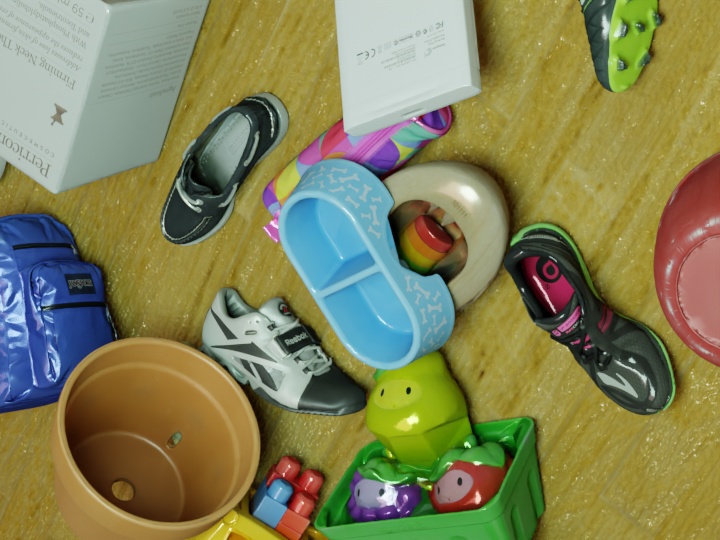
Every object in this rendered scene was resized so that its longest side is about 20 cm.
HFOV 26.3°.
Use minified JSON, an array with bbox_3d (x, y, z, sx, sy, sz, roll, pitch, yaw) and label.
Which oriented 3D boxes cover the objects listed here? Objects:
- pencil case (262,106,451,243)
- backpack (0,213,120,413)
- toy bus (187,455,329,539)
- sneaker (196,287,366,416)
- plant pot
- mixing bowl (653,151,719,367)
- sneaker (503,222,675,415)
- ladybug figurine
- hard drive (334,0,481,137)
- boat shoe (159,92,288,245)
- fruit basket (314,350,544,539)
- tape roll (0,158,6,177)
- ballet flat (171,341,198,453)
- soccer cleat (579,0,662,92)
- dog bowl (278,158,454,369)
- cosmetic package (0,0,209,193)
[{"bbox_3d":[-0.006,-0.102,1.415,0.200,0.088,0.089,-43,81,31],"label":"pencil case"},{"bbox_3d":[-0.351,0.039,1.620,0.167,0.162,0.202,-16,83,24],"label":"backpack"},{"bbox_3d":[-0.083,0.294,1.550,0.199,0.136,0.193,35,97,-10],"label":"toy bus"},{"bbox_3d":[-0.077,0.077,1.513,0.199,0.074,0.089,23,112,27],"label":"sneaker"},{"bbox_3d":[-0.213,0.186,1.488,0.200,0.200,0.140,48,138,10],"label":"plant pot"},{"bbox_3d":[0.315,0.004,1.240,0.199,0.108,0.202,9,108,29],"label":"mixing bowl"},{"bbox_3d":[0.191,0.051,1.340,0.200,0.084,0.077,49,123,10],"label":"sneaker"},{"bbox_3d":[0.062,-0.029,1.390,0.136,0.072,0.200,47,132,-3],"label":"ladybug figurine"},{"bbox_3d":[0.036,-0.229,1.333,0.131,0.027,0.202,-17,68,33],"label":"hard drive"},{"bbox_3d":[-0.149,-0.096,1.514,0.076,0.060,0.200,44,121,13],"label":"boat shoe"},{"bbox_3d":[0.057,0.173,1.430,0.214,0.156,0.217,13,126,18],"label":"fruit basket"},{"bbox_3d":[-0.460,-0.169,1.667,0.202,0.037,0.204,20,124,33],"label":"tape roll"},{"bbox_3d":[-0.163,0.171,1.593,0.070,0.071,0.202,10,114,28],"label":"ballet flat"},{"bbox_3d":[0.201,-0.249,1.268,0.081,0.067,0.202,11,110,46],"label":"soccer cleat"},{"bbox_3d":[0.000,0.000,1.365,0.111,0.050,0.201,-25,100,42],"label":"dog bowl"},{"bbox_3d":[-0.277,-0.213,1.493,0.167,0.166,0.201,32,119,19],"label":"cosmetic package"}]
